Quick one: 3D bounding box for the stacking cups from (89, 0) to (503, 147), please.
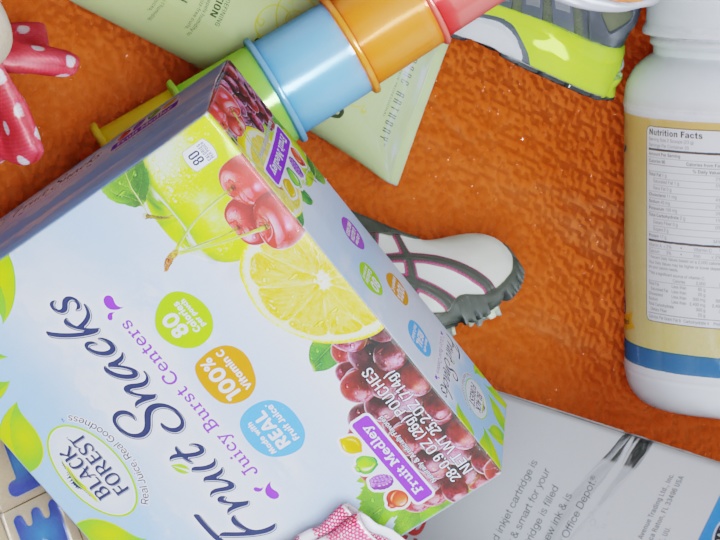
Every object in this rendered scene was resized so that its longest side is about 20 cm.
[{"bbox_3d":[-0.022,-0.089,1.351,0.199,0.061,0.061,-30,106,-6],"label":"stacking cups"}]

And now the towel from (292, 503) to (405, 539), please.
[{"bbox_3d":[-0.025,0.194,1.301,0.146,0.200,0.030,40,25,-27],"label":"towel"}]

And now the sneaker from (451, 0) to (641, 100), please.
[{"bbox_3d":[0.057,-0.150,1.431,0.199,0.074,0.081,20,99,-38],"label":"sneaker"}]

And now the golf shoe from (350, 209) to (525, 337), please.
[{"bbox_3d":[0.000,0.000,1.384,0.199,0.077,0.089,-18,91,-46],"label":"golf shoe"}]

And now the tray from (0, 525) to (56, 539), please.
[{"bbox_3d":[-0.129,0.078,1.342,0.199,0.022,0.108,20,77,-31],"label":"tray"}]

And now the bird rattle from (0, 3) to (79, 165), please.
[{"bbox_3d":[-0.195,-0.122,1.233,0.112,0.163,0.201,-35,98,-10],"label":"bird rattle"}]

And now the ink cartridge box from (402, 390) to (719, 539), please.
[{"bbox_3d":[0.104,0.153,1.381,0.146,0.199,0.084,-61,147,-18],"label":"ink cartridge box"}]

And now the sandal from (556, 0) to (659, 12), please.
[{"bbox_3d":[0.076,-0.208,1.394,0.079,0.059,0.207,-16,63,-36],"label":"sandal"}]

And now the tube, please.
[{"bbox_3d":[-0.044,-0.111,1.389,0.199,0.058,0.052,25,35,-34],"label":"tube"}]

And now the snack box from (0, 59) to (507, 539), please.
[{"bbox_3d":[-0.062,0.041,1.269,0.200,0.168,0.068,52,20,-16],"label":"snack box"}]

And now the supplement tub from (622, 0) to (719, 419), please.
[{"bbox_3d":[0.200,-0.035,1.473,0.144,0.144,0.201,-6,99,-33],"label":"supplement tub"}]

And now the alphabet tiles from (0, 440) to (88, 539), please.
[{"bbox_3d":[-0.126,0.108,1.327,0.199,0.008,0.168,-25,102,-31],"label":"alphabet tiles"}]
